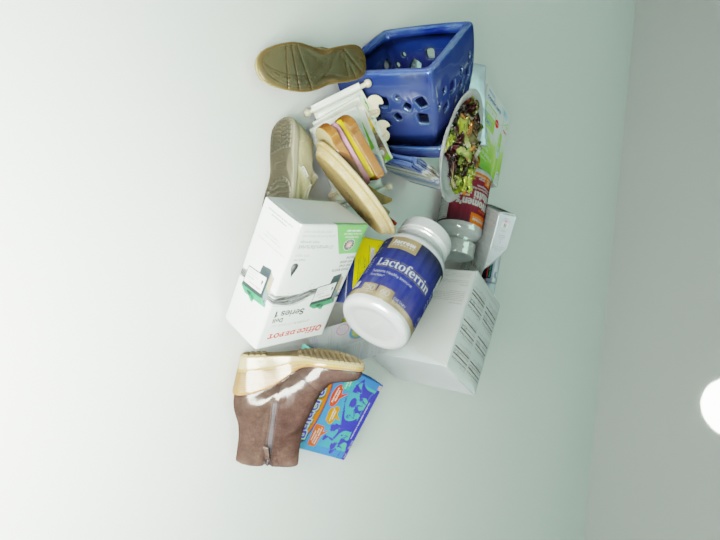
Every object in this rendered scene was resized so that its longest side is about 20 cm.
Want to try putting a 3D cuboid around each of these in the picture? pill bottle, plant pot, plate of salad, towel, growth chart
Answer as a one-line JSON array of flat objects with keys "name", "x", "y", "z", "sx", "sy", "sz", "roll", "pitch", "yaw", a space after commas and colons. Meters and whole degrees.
[{"name": "pill bottle", "x": 0.235, "y": -0.130, "z": 1.232, "sx": 0.109, "sy": 0.108, "sz": 0.203, "roll": 26, "pitch": 72, "yaw": -49}, {"name": "plant pot", "x": 0.099, "y": -0.324, "z": 0.979, "sx": 0.201, "sy": 0.198, "sz": 0.181, "roll": -53, "pitch": 138, "yaw": -35}, {"name": "plate of salad", "x": 0.192, "y": -0.220, "z": 0.956, "sx": 0.200, "sy": 0.047, "sz": 0.203, "roll": -43, "pitch": 143, "yaw": -44}, {"name": "pill bottle", "x": 0.065, "y": 0.014, "z": 0.845, "sx": 0.201, "sy": 0.114, "sz": 0.116, "roll": -56, "pitch": 133, "yaw": -32}, {"name": "towel", "x": 0.101, "y": -0.193, "z": 1.025, "sx": 0.199, "sy": 0.146, "sz": 0.024, "roll": 14, "pitch": 97, "yaw": -51}, {"name": "growth chart", "x": -0.013, "y": -0.210, "z": 0.912, "sx": 0.143, "sy": 0.018, "sz": 0.203, "roll": -18, "pitch": 111, "yaw": -4}]

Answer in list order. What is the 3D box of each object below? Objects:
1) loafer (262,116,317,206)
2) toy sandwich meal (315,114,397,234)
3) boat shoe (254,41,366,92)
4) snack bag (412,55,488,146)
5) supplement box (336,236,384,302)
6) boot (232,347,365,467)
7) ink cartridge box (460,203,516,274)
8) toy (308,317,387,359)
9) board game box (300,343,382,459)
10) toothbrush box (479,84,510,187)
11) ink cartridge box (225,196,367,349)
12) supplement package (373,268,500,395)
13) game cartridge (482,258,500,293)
[{"name": "loafer", "x": -0.103, "y": -0.133, "z": 0.824, "sx": 0.068, "sy": 0.075, "sz": 0.204, "roll": 9, "pitch": 85, "yaw": -46}, {"name": "toy sandwich meal", "x": 0.002, "y": -0.147, "z": 0.832, "sx": 0.070, "sy": 0.205, "sz": 0.206, "roll": -41, "pitch": 131, "yaw": -3}, {"name": "boat shoe", "x": -0.084, "y": -0.319, "z": 0.841, "sx": 0.198, "sy": 0.066, "sz": 0.075, "roll": -15, "pitch": 106, "yaw": -35}, {"name": "snack bag", "x": 0.200, "y": -0.375, "z": 1.174, "sx": 0.197, "sy": 0.021, "sz": 0.192, "roll": -3, "pitch": 94, "yaw": -24}, {"name": "supplement box", "x": 0.000, "y": 0.000, "z": 0.941, "sx": 0.199, "sy": 0.108, "sz": 0.112, "roll": 7, "pitch": 88, "yaw": -52}, {"name": "boot", "x": -0.092, "y": 0.206, "z": 0.797, "sx": 0.072, "sy": 0.196, "sz": 0.169, "roll": -103, "pitch": -167, "yaw": -85}, {"name": "ink cartridge box", "x": 0.294, "y": -0.049, "z": 1.252, "sx": 0.163, "sy": 0.056, "sz": 0.203, "roll": -105, "pitch": -156, "yaw": -75}, {"name": "toy", "x": -0.006, "y": 0.110, "z": 0.940, "sx": 0.197, "sy": 0.047, "sz": 0.116, "roll": -12, "pitch": 132, "yaw": -21}, {"name": "board game box", "x": -0.060, "y": 0.230, "z": 0.905, "sx": 0.199, "sy": 0.045, "sz": 0.154, "roll": 35, "pitch": 81, "yaw": -47}, {"name": "toothbrush box", "x": 0.290, "y": -0.325, "z": 1.307, "sx": 0.145, "sy": 0.085, "sz": 0.203, "roll": 30, "pitch": 68, "yaw": -48}, {"name": "ink cartridge box", "x": -0.093, "y": 0.003, "z": 0.774, "sx": 0.145, "sy": 0.084, "sz": 0.202, "roll": -6, "pitch": 126, "yaw": -50}, {"name": "supplement package", "x": 0.151, "y": 0.117, "z": 1.078, "sx": 0.147, "sy": 0.189, "sz": 0.202, "roll": 45, "pitch": 59, "yaw": -43}, {"name": "game cartridge", "x": 0.312, "y": -0.028, "z": 1.336, "sx": 0.038, "sy": 0.130, "sz": 0.203, "roll": 14, "pitch": 78, "yaw": -6}]
